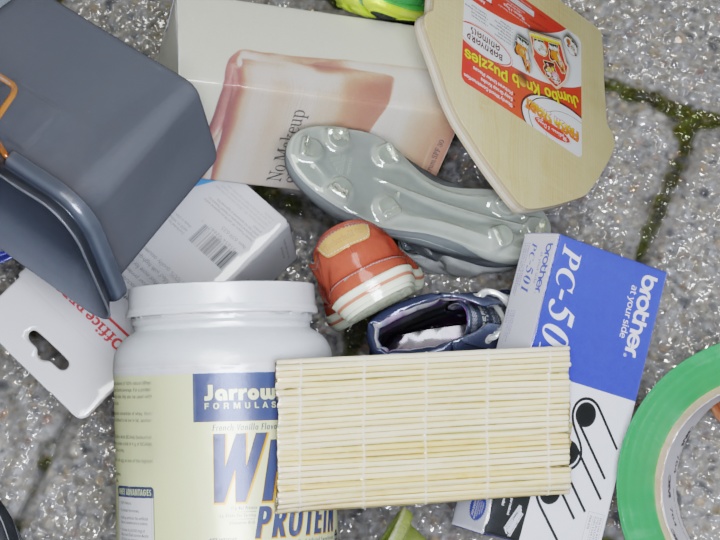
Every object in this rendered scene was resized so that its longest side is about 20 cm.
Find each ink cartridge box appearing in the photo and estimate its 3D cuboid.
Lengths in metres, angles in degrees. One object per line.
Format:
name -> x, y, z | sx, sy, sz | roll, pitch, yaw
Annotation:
ink cartridge box -> -0.156, 0.011, 1.283 | 0.116, 0.067, 0.200 | 42, 76, 17
ink cartridge box -> 0.132, 0.083, 1.198 | 0.094, 0.044, 0.200 | 17, 83, -27

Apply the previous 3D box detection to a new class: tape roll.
tape roll -> 0.268, 0.142, 1.168 | 0.200, 0.048, 0.201 | -1, 86, 22

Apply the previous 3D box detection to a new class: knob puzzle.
knob puzzle -> 0.104, -0.124, 1.273 | 0.030, 0.220, 0.220 | -26, 61, 39

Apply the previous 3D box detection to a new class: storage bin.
storage bin -> -0.198, -0.092, 1.160 | 0.200, 0.146, 0.134 | 31, 66, 25

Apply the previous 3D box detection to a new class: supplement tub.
supplement tub -> -0.087, 0.110, 1.172 | 0.145, 0.145, 0.200 | -2, 86, 3

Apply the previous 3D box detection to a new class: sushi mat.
sushi mat -> 0.042, 0.098, 1.131 | 0.200, 0.012, 0.096 | -2, 89, -18

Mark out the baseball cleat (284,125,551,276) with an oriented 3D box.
baseball cleat -> 0.029, -0.036, 1.255 | 0.200, 0.106, 0.070 | 21, 64, -15

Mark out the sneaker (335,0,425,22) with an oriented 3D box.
sneaker -> 0.039, -0.238, 1.318 | 0.074, 0.084, 0.200 | 13, 34, 23

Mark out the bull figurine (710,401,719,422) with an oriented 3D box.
bull figurine -> 0.335, 0.106, 1.212 | 0.200, 0.065, 0.121 | 32, 72, 14

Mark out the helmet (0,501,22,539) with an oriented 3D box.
helmet -> -0.303, 0.207, 1.152 | 0.200, 0.200, 0.191 | 30, 52, 15

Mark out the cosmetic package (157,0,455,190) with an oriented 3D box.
cosmetic package -> -0.041, -0.118, 1.267 | 0.200, 0.103, 0.087 | 5, 51, -14

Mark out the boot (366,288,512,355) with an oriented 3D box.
boot -> 0.102, 0.043, 1.238 | 0.200, 0.090, 0.073 | -16, 68, -2

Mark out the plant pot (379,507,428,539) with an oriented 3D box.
plant pot -> 0.054, 0.278, 1.110 | 0.184, 0.200, 0.200 | 30, 73, 4

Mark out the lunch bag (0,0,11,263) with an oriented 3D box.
lunch bag -> -0.289, -0.094, 1.308 | 0.200, 0.124, 0.170 | -28, 69, 5

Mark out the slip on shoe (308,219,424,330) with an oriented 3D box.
slip on shoe -> 0.000, 0.000, 1.206 | 0.074, 0.200, 0.061 | -29, 86, -1
